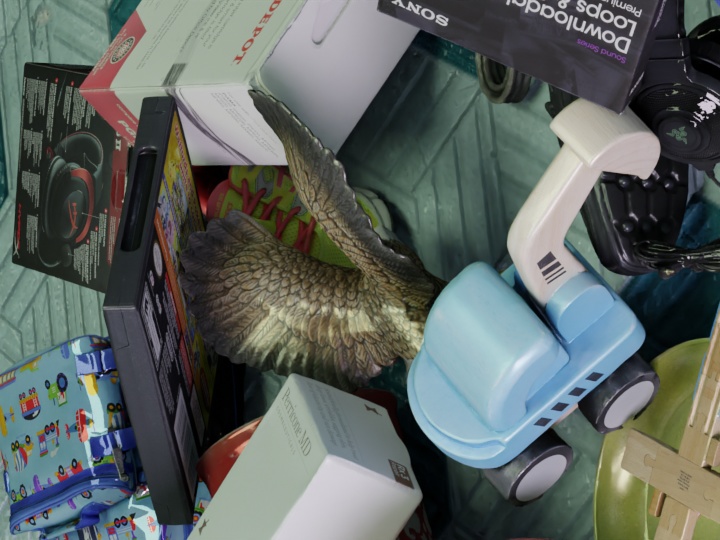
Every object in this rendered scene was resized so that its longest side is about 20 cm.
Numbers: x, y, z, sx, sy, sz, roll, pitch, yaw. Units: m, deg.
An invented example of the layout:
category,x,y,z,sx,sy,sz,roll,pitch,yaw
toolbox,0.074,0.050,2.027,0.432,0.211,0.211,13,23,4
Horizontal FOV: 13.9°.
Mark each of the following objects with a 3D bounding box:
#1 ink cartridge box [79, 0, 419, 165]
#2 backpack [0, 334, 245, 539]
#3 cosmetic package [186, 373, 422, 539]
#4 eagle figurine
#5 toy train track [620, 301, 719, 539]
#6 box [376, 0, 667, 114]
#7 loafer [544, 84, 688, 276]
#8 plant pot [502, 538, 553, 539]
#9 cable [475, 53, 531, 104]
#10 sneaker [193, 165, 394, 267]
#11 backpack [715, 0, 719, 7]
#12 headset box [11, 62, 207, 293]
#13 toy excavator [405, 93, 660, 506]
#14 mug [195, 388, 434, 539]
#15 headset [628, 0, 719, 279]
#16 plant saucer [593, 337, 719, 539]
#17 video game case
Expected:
category,x,y,z,sx,sy,sz,roll,pitch,yaw
ink cartridge box,-0.065,-0.145,1.876,0.200,0.085,0.146,1,52,54
backpack,-0.157,0.149,2.014,0.182,0.134,0.201,-18,79,53
cosmetic package,-0.052,0.171,1.713,0.201,0.074,0.102,-59,25,17
eagle figurine,-0.001,-0.001,1.762,0.151,0.199,0.152,162,128,-75
toy train track,0.196,0.074,1.580,0.115,0.032,0.201,29,107,57
box,0.095,-0.187,1.460,0.142,0.036,0.201,24,131,11
loafer,0.140,-0.091,1.675,0.070,0.068,0.202,-33,59,58
plant pot,0.064,0.244,1.659,0.177,0.199,0.202,-179,89,-73
cable,0.074,-0.204,1.770,0.097,0.050,0.201,21,106,52
sneaker,-0.054,-0.029,1.909,0.200,0.090,0.079,33,115,47
backpack,0.247,-0.204,1.470,0.200,0.154,0.192,9,108,50
headset box,-0.166,-0.063,2.057,0.200,0.075,0.149,14,101,58
toy excavator,0.097,0.013,1.585,0.194,0.200,0.100,-41,62,1
mug,0.000,0.195,1.842,0.133,0.177,0.201,-25,71,11
headset,0.176,-0.095,1.576,0.094,0.123,0.201,-1,108,30
plant saucer,0.204,0.137,1.616,0.200,0.031,0.201,1,91,54
video game case,-0.121,0.026,1.836,0.201,0.025,0.181,80,-168,-45
